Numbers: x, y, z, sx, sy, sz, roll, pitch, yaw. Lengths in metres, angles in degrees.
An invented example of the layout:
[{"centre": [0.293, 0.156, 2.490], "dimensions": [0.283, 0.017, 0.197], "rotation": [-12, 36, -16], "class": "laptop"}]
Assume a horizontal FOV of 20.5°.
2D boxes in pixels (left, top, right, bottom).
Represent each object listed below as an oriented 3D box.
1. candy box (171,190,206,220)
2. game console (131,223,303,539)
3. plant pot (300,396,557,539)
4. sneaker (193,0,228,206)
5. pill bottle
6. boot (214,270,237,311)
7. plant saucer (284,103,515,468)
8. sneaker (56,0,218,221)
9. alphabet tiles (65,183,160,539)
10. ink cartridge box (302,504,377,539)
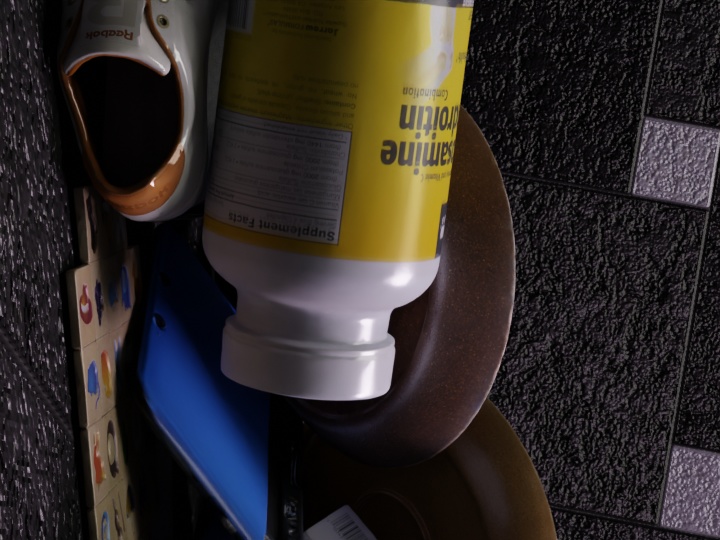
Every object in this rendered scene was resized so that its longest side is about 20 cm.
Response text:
[{"centre": [-0.084, -0.101, 1.137], "dimensions": [0.200, 0.060, 0.138], "rotation": [-66, 152, -85], "class": "candy box"}, {"centre": [-0.093, 0.104, 1.029], "dimensions": [0.172, 0.118, 0.200], "rotation": [-61, -167, 22], "class": "game console"}, {"centre": [0.023, 0.144, 1.045], "dimensions": [0.027, 0.199, 0.202], "rotation": [-11, 100, -42], "class": "plant pot"}, {"centre": [-0.090, -0.128, 0.997], "dimensions": [0.099, 0.070, 0.201], "rotation": [54, -39, 39], "class": "sneaker"}, {"centre": [-0.013, -0.048, 0.910], "dimensions": [0.112, 0.111, 0.202], "rotation": [-75, 172, -80], "class": "pill bottle"}, {"centre": [-0.061, 0.079, 1.242], "dimensions": [0.200, 0.072, 0.183], "rotation": [-104, 174, -69], "class": "boot"}, {"centre": [0.000, 0.000, 1.009], "dimensions": [0.199, 0.034, 0.202], "rotation": [1, -89, 51], "class": "plant saucer"}, {"centre": [-0.095, -0.123, 0.865], "dimensions": [0.085, 0.072, 0.202], "rotation": [-1, 86, -85], "class": "sneaker"}, {"centre": [-0.112, 0.060, 0.920], "dimensions": [0.166, 0.006, 0.202], "rotation": [-57, 143, -84], "class": "alphabet tiles"}, {"centre": [-0.018, 0.218, 1.056], "dimensions": [0.100, 0.039, 0.201], "rotation": [48, -41, 17], "class": "ink cartridge box"}]
